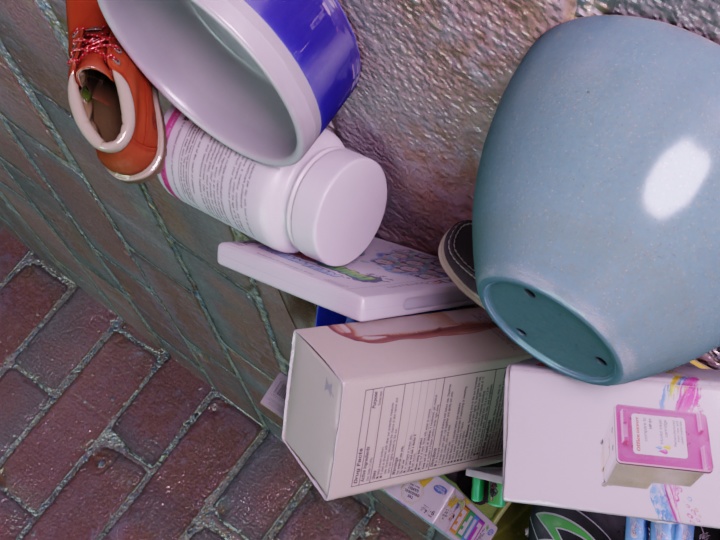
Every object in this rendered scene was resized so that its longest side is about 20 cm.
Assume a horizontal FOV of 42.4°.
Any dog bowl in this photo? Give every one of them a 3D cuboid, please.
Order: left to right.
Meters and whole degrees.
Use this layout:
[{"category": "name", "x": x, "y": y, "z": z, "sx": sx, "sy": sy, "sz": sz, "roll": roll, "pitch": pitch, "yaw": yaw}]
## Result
[{"category": "dog bowl", "x": -0.099, "y": -0.176, "z": 0.694, "sx": 0.199, "sy": 0.079, "sz": 0.201, "roll": 34, "pitch": 162, "yaw": 13}]

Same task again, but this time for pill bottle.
[{"category": "pill bottle", "x": -0.080, "y": -0.084, "z": 0.824, "sx": 0.198, "sy": 0.114, "sz": 0.114, "roll": 27, "pitch": 159, "yaw": 33}]

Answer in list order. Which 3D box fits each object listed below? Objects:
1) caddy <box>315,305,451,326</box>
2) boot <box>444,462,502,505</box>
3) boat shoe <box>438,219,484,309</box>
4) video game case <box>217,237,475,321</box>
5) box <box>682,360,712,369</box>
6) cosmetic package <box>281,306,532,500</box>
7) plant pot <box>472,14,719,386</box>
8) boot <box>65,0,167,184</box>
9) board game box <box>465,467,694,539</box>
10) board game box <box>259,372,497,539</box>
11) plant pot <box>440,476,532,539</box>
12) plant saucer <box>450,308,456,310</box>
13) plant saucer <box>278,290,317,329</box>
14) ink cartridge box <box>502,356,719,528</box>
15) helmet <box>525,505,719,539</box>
[{"category": "caddy", "x": 0.012, "y": 0.092, "z": 0.942, "sx": 0.141, "sy": 0.104, "sz": 0.203, "roll": 27, "pitch": 118, "yaw": 44}, {"category": "boot", "x": 0.112, "y": 0.143, "z": 0.861, "sx": 0.131, "sy": 0.071, "sz": 0.199, "roll": 32, "pitch": -166, "yaw": 36}, {"category": "boat shoe", "x": 0.152, "y": 0.015, "z": 0.691, "sx": 0.199, "sy": 0.072, "sz": 0.065, "roll": 33, "pitch": 156, "yaw": 7}, {"category": "video game case", "x": 0.000, "y": 0.000, "z": 0.832, "sx": 0.180, "sy": 0.024, "sz": 0.199, "roll": -6, "pitch": -162, "yaw": -43}, {"category": "box", "x": 0.239, "y": 0.111, "z": 0.784, "sx": 0.199, "sy": 0.049, "sz": 0.160, "roll": 31, "pitch": 159, "yaw": 23}, {"category": "cosmetic package", "x": 0.047, "y": 0.097, "z": 0.729, "sx": 0.087, "sy": 0.197, "sz": 0.105, "roll": 39, "pitch": 126, "yaw": 51}, {"category": "plant pot", "x": 0.138, "y": -0.018, "z": 0.518, "sx": 0.199, "sy": 0.135, "sz": 0.201, "roll": 35, "pitch": 162, "yaw": 13}, {"category": "boot", "x": -0.211, "y": -0.181, "z": 0.773, "sx": 0.107, "sy": 0.074, "sz": 0.203, "roll": 58, "pitch": -162, "yaw": -84}, {"category": "board game box", "x": 0.212, "y": 0.173, "z": 0.688, "sx": 0.197, "sy": 0.026, "sz": 0.199, "roll": 7, "pitch": 174, "yaw": -32}, {"category": "board game box", "x": 0.017, "y": 0.172, "z": 0.819, "sx": 0.199, "sy": 0.034, "sz": 0.135, "roll": 28, "pitch": 167, "yaw": 35}, {"category": "plant pot", "x": 0.139, "y": 0.214, "z": 1.058, "sx": 0.190, "sy": 0.200, "sz": 0.201, "roll": 42, "pitch": 168, "yaw": 36}, {"category": "plant saucer", "x": 0.068, "y": 0.112, "z": 0.987, "sx": 0.199, "sy": 0.034, "sz": 0.204, "roll": 12, "pitch": 106, "yaw": 47}, {"category": "plant saucer", "x": -0.058, "y": 0.057, "z": 1.106, "sx": 0.203, "sy": 0.036, "sz": 0.200, "roll": 63, "pitch": 179, "yaw": 2}, {"category": "ink cartridge box", "x": 0.197, "y": 0.104, "z": 0.587, "sx": 0.197, "sy": 0.086, "sz": 0.144, "roll": 4, "pitch": 179, "yaw": 21}, {"category": "helmet", "x": 0.258, "y": 0.268, "z": 0.900, "sx": 0.201, "sy": 0.197, "sz": 0.193, "roll": 87, "pitch": 166, "yaw": -68}]
